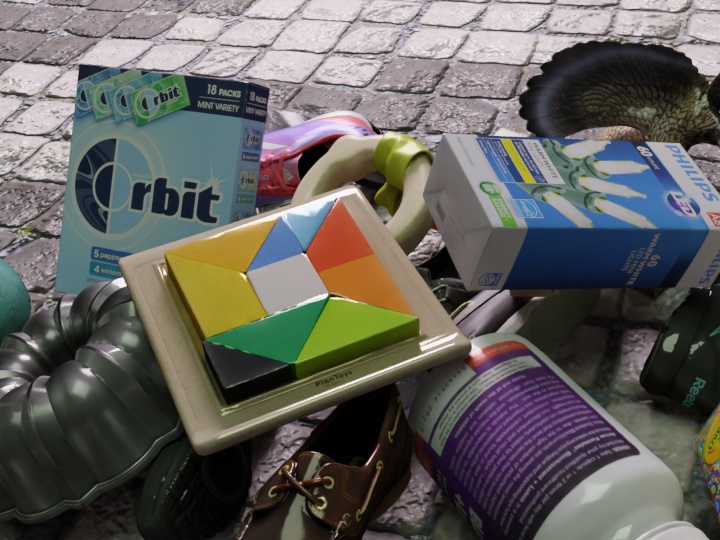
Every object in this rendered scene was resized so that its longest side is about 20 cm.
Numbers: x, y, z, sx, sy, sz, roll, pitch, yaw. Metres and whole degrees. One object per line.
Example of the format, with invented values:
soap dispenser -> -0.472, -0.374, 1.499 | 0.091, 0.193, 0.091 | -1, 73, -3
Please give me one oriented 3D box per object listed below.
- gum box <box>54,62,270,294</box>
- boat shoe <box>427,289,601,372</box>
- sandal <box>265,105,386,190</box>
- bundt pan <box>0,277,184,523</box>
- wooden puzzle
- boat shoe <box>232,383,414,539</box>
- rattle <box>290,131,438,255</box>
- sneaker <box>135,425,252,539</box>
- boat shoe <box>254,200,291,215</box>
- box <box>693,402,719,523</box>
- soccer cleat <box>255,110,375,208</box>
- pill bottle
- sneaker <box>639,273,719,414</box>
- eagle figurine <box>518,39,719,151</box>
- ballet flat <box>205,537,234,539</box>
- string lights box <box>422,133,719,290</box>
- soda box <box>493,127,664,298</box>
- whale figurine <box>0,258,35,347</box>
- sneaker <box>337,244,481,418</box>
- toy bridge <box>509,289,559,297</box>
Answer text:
gum box -> -0.172, -0.067, 0.857 | 0.169, 0.202, 0.044 | 10, 7, 22
boat shoe -> 0.123, 0.029, 0.763 | 0.060, 0.072, 0.201 | 23, 38, 33
sandal -> -0.019, -0.128, 0.972 | 0.198, 0.045, 0.075 | 17, 35, -9
bundt pan -> -0.204, 0.078, 0.715 | 0.201, 0.076, 0.202 | -23, 29, 14
wooden puzzle -> -0.050, 0.016, 0.660 | 0.184, 0.037, 0.200 | -19, 43, -16
boat shoe -> -0.027, 0.132, 0.577 | 0.070, 0.071, 0.200 | 9, 28, 21
rattle -> 0.000, 0.000, 0.802 | 0.129, 0.143, 0.201 | 12, 66, 15
sneaker -> -0.120, 0.118, 0.719 | 0.090, 0.076, 0.200 | -5, 30, 19
boat shoe -> -0.077, -0.065, 0.941 | 0.066, 0.057, 0.201 | -13, 38, -6
box -> 0.310, 0.139, 0.514 | 0.198, 0.123, 0.193 | 13, 38, -8
soccer cleat -> -0.081, -0.087, 0.876 | 0.198, 0.069, 0.073 | -17, 21, 1
pill bottle -> 0.123, 0.136, 0.609 | 0.111, 0.112, 0.200 | -23, 40, -19
sneaker -> 0.281, 0.034, 0.757 | 0.079, 0.076, 0.200 | 27, 55, 19
eagle figurine -> 0.258, -0.131, 0.886 | 0.150, 0.153, 0.199 | -29, 42, -35
ballet flat -> -0.012, 0.203, 0.594 | 0.199, 0.074, 0.073 | 12, 41, 32
string lights box -> 0.155, -0.041, 0.705 | 0.198, 0.059, 0.103 | -1, 44, -21
soda box -> 0.186, -0.054, 0.869 | 0.199, 0.068, 0.064 | 28, 58, 37
whale figurine -> -0.372, 0.044, 0.817 | 0.198, 0.104, 0.160 | -14, 39, -7
sneaker -> 0.041, 0.036, 0.772 | 0.074, 0.082, 0.200 | 15, 43, 27
toy bridge -> 0.145, -0.050, 0.788 | 0.067, 0.027, 0.201 | 1, 36, 4
